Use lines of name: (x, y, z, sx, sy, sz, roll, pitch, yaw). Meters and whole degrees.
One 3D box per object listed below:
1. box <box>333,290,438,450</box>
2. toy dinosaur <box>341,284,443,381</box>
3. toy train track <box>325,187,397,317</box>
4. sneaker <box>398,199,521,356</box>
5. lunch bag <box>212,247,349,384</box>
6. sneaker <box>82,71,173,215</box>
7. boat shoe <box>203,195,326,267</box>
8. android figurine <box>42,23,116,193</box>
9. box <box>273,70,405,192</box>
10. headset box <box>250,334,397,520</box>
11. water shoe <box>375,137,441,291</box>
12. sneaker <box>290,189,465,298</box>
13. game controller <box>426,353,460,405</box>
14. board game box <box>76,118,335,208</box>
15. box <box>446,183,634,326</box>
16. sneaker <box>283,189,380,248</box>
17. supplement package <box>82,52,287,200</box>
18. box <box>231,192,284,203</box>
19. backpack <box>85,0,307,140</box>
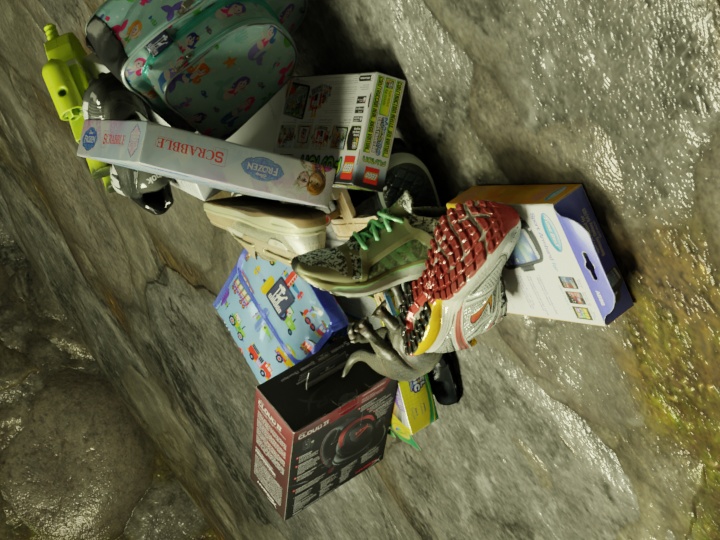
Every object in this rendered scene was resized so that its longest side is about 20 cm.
box: (0.025, 0.100, 1.564, 0.117, 0.048, 0.202, 20, 129, 53)
toy dinosaur: (0.046, 0.072, 1.381, 0.102, 0.077, 0.200, 39, 120, -7)
toy train track: (0.000, 0.000, 1.429, 0.114, 0.032, 0.202, 1, 116, 65)
sneaker: (0.100, 0.006, 1.246, 0.201, 0.081, 0.079, 119, 147, -51)
lunch bag: (-0.076, 0.038, 1.570, 0.151, 0.093, 0.200, 58, 149, 18)
sneaker: (-0.241, -0.131, 1.491, 0.090, 0.066, 0.201, 41, 158, 28)
boat shoe: (-0.104, -0.041, 1.465, 0.199, 0.072, 0.066, 15, 113, 50)
android figurine: (-0.323, -0.193, 1.612, 0.182, 0.041, 0.202, 65, -178, -79)
box: (-0.028, -0.139, 1.381, 0.199, 0.034, 0.111, 13, 91, 62)
headset box: (-0.041, 0.164, 1.525, 0.075, 0.148, 0.201, 46, 150, 28)
water shoe: (0.058, -0.045, 1.393, 0.079, 0.071, 0.202, -110, 5, -53)
sneaker: (0.028, -0.035, 1.306, 0.077, 0.198, 0.090, -132, 35, -59)
game controller: (0.046, 0.080, 1.624, 0.200, 0.042, 0.105, 41, 168, 38)
board game box: (-0.155, -0.107, 1.358, 0.199, 0.198, 0.042, 13, 91, 61)
box: (0.162, -0.016, 1.219, 0.199, 0.041, 0.120, 5, 124, 62)
sneaker: (-0.021, -0.067, 1.530, 0.199, 0.074, 0.083, 16, 122, 50)
supplement package: (-0.192, -0.199, 1.582, 0.199, 0.150, 0.153, 26, 144, 54)
box: (-0.105, -0.060, 1.701, 0.082, 0.068, 0.201, 39, 152, 39)
backpack: (-0.145, -0.238, 1.352, 0.151, 0.200, 0.178, 44, 180, 24)
